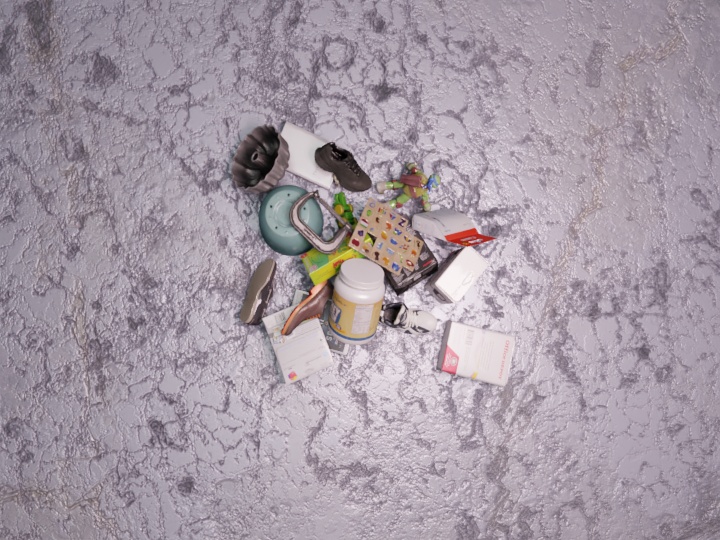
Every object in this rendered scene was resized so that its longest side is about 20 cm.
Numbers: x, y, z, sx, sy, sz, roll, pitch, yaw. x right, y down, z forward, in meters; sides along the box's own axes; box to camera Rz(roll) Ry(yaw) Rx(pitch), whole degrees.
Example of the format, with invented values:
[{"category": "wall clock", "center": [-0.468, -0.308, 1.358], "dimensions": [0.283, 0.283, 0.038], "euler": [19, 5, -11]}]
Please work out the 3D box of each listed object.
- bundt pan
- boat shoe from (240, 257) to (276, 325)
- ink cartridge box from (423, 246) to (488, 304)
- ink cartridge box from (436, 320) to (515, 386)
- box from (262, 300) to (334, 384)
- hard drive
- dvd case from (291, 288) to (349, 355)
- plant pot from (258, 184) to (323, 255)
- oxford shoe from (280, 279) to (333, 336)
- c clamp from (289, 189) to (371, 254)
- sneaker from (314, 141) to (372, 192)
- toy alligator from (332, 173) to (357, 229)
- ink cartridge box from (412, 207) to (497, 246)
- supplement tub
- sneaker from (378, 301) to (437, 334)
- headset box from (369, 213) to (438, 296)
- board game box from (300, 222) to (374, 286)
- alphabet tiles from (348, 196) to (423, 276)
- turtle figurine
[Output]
[{"category": "bundt pan", "center": [-0.279, -0.312, 1.650], "dimensions": [0.198, 0.075, 0.208], "euler": [-14, 65, 33]}, {"category": "boat shoe", "center": [-0.289, 0.065, 1.684], "dimensions": [0.062, 0.072, 0.205], "euler": [30, 77, -44]}, {"category": "ink cartridge box", "center": [0.269, 0.016, 1.632], "dimensions": [0.084, 0.200, 0.145], "euler": [41, 85, 0]}, {"category": "ink cartridge box", "center": [0.337, 0.242, 1.680], "dimensions": [0.195, 0.086, 0.152], "euler": [15, 85, -3]}, {"category": "box", "center": [-0.179, 0.204, 1.655], "dimensions": [0.152, 0.041, 0.205], "euler": [-22, 87, -4]}, {"category": "hard drive", "center": [-0.158, -0.344, 1.719], "dimensions": [0.196, 0.025, 0.135], "euler": [24, 86, -2]}, {"category": "dvd case", "center": [-0.116, 0.153, 1.693], "dimensions": [0.195, 0.025, 0.155], "euler": [15, 86, -1]}, {"category": "plant pot", "center": [-0.203, -0.151, 1.638], "dimensions": [0.194, 0.161, 0.207], "euler": [0, 87, -3]}, {"category": "oxford shoe", "center": [-0.145, 0.115, 1.608], "dimensions": [0.072, 0.071, 0.201], "euler": [41, 83, -5]}, {"category": "c clamp", "center": [-0.092, -0.143, 1.571], "dimensions": [0.198, 0.027, 0.173], "euler": [37, 82, -17]}, {"category": "sneaker", "center": [-0.039, -0.300, 1.667], "dimensions": [0.197, 0.090, 0.078], "euler": [30, 61, -25]}, {"category": "toy alligator", "center": [-0.059, -0.185, 1.705], "dimensions": [0.054, 0.059, 0.205], "euler": [-24, 81, 39]}, {"category": "ink cartridge box", "center": [0.268, -0.124, 1.619], "dimensions": [0.158, 0.197, 0.049], "euler": [-14, 117, -43]}, {"category": "supplement tub", "center": [-0.010, 0.086, 1.581], "dimensions": [0.140, 0.146, 0.205], "euler": [9, 120, -2]}, {"category": "sneaker", "center": [0.135, 0.140, 1.653], "dimensions": [0.194, 0.130, 0.082], "euler": [19, 87, -2]}, {"category": "headset box", "center": [0.116, -0.055, 1.669], "dimensions": [0.146, 0.075, 0.202], "euler": [-31, 68, -4]}, {"category": "board game box", "center": [-0.065, -0.048, 1.618], "dimensions": [0.197, 0.102, 0.048], "euler": [-31, 127, -4]}, {"category": "alphabet tiles", "center": [0.079, -0.088, 1.589], "dimensions": [0.197, 0.008, 0.170], "euler": [30, 63, -10]}, {"category": "turtle figurine", "center": [0.156, -0.239, 1.706], "dimensions": [0.189, 0.202, 0.147], "euler": [-14, 117, 19]}]
